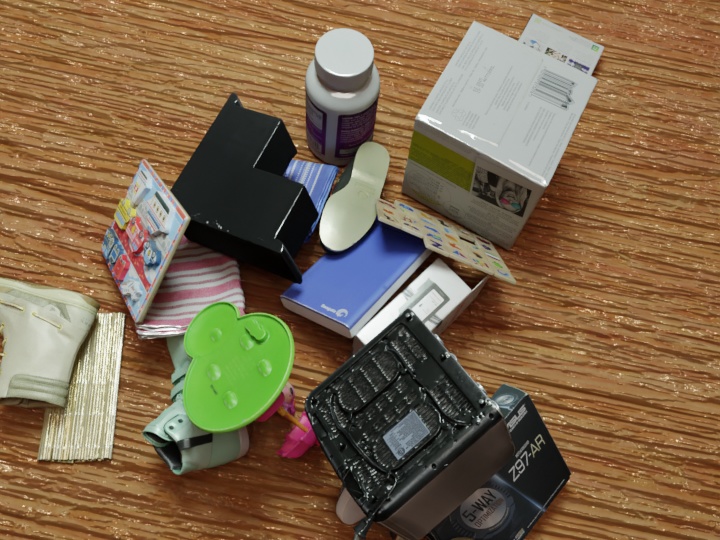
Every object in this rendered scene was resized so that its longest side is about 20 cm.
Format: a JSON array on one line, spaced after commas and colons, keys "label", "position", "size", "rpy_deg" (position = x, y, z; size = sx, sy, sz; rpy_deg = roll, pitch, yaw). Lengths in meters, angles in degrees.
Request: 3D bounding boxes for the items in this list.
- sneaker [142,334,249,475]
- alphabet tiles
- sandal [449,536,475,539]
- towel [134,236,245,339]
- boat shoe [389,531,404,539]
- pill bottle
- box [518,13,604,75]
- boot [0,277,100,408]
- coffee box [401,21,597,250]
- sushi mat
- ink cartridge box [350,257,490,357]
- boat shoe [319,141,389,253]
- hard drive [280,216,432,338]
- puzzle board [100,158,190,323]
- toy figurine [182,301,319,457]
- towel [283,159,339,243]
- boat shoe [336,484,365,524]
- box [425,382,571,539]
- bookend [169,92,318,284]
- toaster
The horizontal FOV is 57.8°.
[{"label": "sneaker", "position": [-0.227, 0.156, 0.826], "size": [0.117, 0.074, 0.202], "rpy_deg": [-7, 63, -50]}, {"label": "alphabet tiles", "position": [0.112, -0.049, 0.916], "size": [0.197, 0.168, 0.008], "rpy_deg": [22, 110, -10]}, {"label": "sandal", "position": [0.146, 0.379, 0.749], "size": [0.080, 0.054, 0.201], "rpy_deg": [-45, 111, -12]}, {"label": "towel", "position": [-0.240, 0.004, 0.906], "size": [0.144, 0.030, 0.202], "rpy_deg": [-9, 48, -11]}, {"label": "boat shoe", "position": [0.075, 0.242, 0.815], "size": [0.062, 0.071, 0.203], "rpy_deg": [22, 94, 34]}, {"label": "pill bottle", "position": [-0.028, -0.256, 0.974], "size": [0.110, 0.201, 0.114], "rpy_deg": [2, 66, -4]}, {"label": "box", "position": [0.321, -0.340, 1.130], "size": [0.143, 0.036, 0.202], "rpy_deg": [28, 66, 7]}, {"label": "boot", "position": [-0.458, 0.095, 0.856], "size": [0.196, 0.072, 0.157], "rpy_deg": [8, 70, 7]}, {"label": "coffee box", "position": [0.196, -0.193, 0.967], "size": [0.198, 0.198, 0.201], "rpy_deg": [28, 68, 10]}, {"label": "sushi mat", "position": [-0.371, 0.153, 0.874], "size": [0.094, 0.012, 0.203], "rpy_deg": [-1, 67, -6]}, {"label": "ink cartridge box", "position": [0.080, 0.063, 0.893], "size": [0.199, 0.116, 0.068], "rpy_deg": [-41, 76, -19]}, {"label": "boat shoe", "position": [-0.011, -0.100, 0.974], "size": [0.073, 0.063, 0.203], "rpy_deg": [27, 57, -7]}, {"label": "hard drive", "position": [0.000, 0.000, 0.913], "size": [0.131, 0.026, 0.200], "rpy_deg": [20, 51, 36]}, {"label": "puzzle board", "position": [-0.294, -0.047, 0.867], "size": [0.200, 0.017, 0.152], "rpy_deg": [43, 109, 45]}, {"label": "toy figurine", "position": [-0.118, 0.154, 0.820], "size": [0.150, 0.185, 0.200], "rpy_deg": [-42, 44, -7]}, {"label": "towel", "position": [-0.143, -0.118, 0.975], "size": [0.197, 0.024, 0.146], "rpy_deg": [12, 59, 15]}, {"label": "boat shoe", "position": [0.020, 0.226, 0.850], "size": [0.067, 0.072, 0.202], "rpy_deg": [23, 78, 42]}, {"label": "box", "position": [0.161, 0.268, 0.803], "size": [0.200, 0.043, 0.161], "rpy_deg": [-42, 117, -20]}, {"label": "bookend", "position": [-0.132, -0.117, 0.896], "size": [0.196, 0.092, 0.202], "rpy_deg": [19, 70, 21]}, {"label": "toaster", "position": [0.047, 0.176, 0.721], "size": [0.199, 0.119, 0.181], "rpy_deg": [-40, 46, -2]}]
